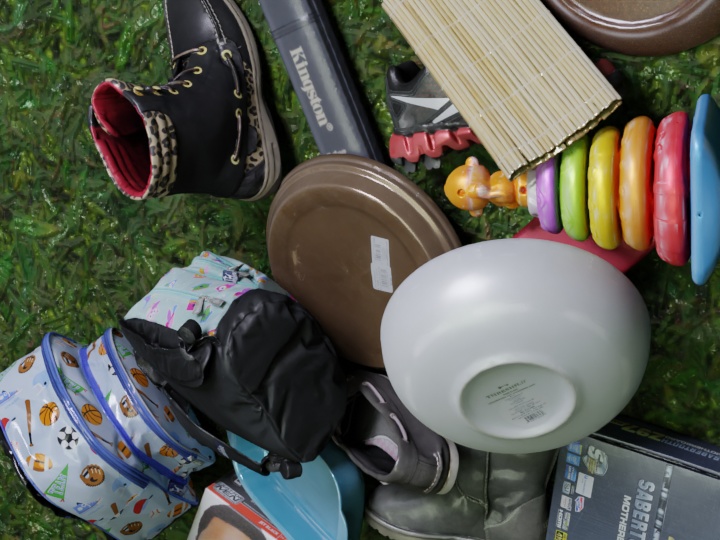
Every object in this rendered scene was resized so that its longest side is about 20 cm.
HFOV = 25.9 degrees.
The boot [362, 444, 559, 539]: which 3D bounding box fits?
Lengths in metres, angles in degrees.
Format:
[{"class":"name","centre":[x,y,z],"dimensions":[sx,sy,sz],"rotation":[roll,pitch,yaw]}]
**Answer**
[{"class":"boot","centre":[0.088,0.132,1.278],"dimensions":[0.181,0.073,0.200],"rotation":[7,118,17]}]

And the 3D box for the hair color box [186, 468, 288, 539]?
[{"class":"hair color box","centre":[-0.119,0.293,1.473],"dimensions":[0.101,0.061,0.200],"rotation":[32,121,20]}]

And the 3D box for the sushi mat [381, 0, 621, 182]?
[{"class":"sushi mat","centre":[0.097,-0.158,1.125],"dimensions":[0.096,0.012,0.200],"rotation":[-36,57,5]}]

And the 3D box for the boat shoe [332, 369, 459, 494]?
[{"class":"boat shoe","centre":[0.008,0.126,1.281],"dimensions":[0.200,0.057,0.067],"rotation":[30,106,57]}]

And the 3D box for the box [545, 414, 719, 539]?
[{"class":"box","centre":[0.226,0.222,1.235],"dimensions":[0.157,0.051,0.200],"rotation":[17,116,25]}]

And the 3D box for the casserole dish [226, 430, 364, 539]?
[{"class":"casserole dish","centre":[-0.053,0.175,1.364],"dimensions":[0.200,0.039,0.121],"rotation":[39,134,43]}]

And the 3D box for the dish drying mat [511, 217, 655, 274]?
[{"class":"dish drying mat","centre":[0.141,0.003,1.189],"dimensions":[0.200,0.018,0.077],"rotation":[-42,81,17]}]

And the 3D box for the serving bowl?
[{"class":"serving bowl","centre":[0.113,0.071,1.136],"dimensions":[0.200,0.066,0.200],"rotation":[1,135,1]}]

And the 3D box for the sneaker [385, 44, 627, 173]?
[{"class":"sneaker","centre":[0.099,-0.138,1.169],"dimensions":[0.200,0.071,0.098],"rotation":[-10,103,35]}]

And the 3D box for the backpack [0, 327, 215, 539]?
[{"class":"backpack","centre":[-0.235,0.144,1.394],"dimensions":[0.154,0.190,0.200],"rotation":[-45,58,9]}]

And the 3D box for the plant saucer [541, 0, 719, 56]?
[{"class":"plant saucer","centre":[0.191,-0.247,1.096],"dimensions":[0.200,0.034,0.201],"rotation":[12,113,29]}]

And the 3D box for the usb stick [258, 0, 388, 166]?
[{"class":"usb stick","centre":[-0.033,-0.159,1.269],"dimensions":[0.055,0.033,0.200],"rotation":[-17,98,35]}]

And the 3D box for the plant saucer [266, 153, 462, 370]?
[{"class":"plant saucer","centre":[0.000,0.000,1.288],"dimensions":[0.200,0.029,0.200],"rotation":[18,126,27]}]

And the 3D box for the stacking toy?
[{"class":"stacking toy","centre":[0.158,-0.058,1.109],"dimensions":[0.200,0.110,0.116],"rotation":[0,113,15]}]

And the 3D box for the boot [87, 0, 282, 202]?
[{"class":"boot","centre":[-0.151,-0.146,1.265],"dimensions":[0.073,0.150,0.200],"rotation":[-19,85,39]}]

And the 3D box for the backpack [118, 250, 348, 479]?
[{"class":"backpack","centre":[-0.107,0.067,1.306],"dimensions":[0.200,0.127,0.167],"rotation":[18,141,52]}]
